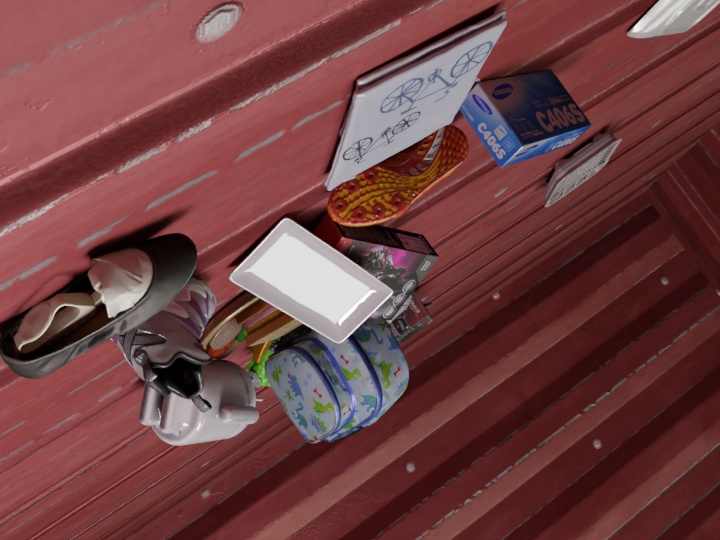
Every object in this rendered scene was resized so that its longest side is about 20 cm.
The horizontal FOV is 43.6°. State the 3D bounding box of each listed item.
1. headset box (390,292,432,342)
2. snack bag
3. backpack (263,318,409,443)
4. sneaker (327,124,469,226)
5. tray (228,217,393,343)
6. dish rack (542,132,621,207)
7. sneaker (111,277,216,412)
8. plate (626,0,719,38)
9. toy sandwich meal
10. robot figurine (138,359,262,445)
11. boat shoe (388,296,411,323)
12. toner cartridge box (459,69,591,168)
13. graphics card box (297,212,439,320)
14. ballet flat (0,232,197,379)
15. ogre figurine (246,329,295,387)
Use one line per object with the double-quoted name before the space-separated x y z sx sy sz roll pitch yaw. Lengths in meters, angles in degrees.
"headset box" 0.084 0.127 2.116 0.198 0.078 0.149 -35 169 2
"snack bag" 0.051 -0.171 0.927 0.186 0.022 0.201 -31 167 -20
"backpack" -0.034 0.153 1.329 0.146 0.185 0.199 -29 174 -43
"sneaker" 0.045 -0.103 1.069 0.197 0.074 0.077 -28 177 -22
"tray" -0.058 0.012 1.099 0.107 0.022 0.199 -44 129 16
"dish rack" 0.459 -0.219 1.901 0.170 0.044 0.200 -34 169 -5
"sneaker" -0.187 0.084 0.945 0.077 0.141 0.199 -38 168 17
"plate" 0.492 -0.401 1.279 0.198 0.033 0.200 -22 162 -50
"toy sandwich meal" -0.134 0.076 1.261 0.203 0.071 0.205 -34 169 -8
"robot figurine" -0.226 0.186 1.284 0.199 0.167 0.116 8 98 -59
"boat shoe" 0.012 0.095 1.470 0.198 0.070 0.071 -31 157 31
"toner cartridge box" 0.208 -0.193 1.119 0.198 0.096 0.043 -23 164 -50
"graphics card box" 0.000 0.000 1.191 0.198 0.051 0.126 9 125 -47
"ballet flat" -0.233 0.030 0.793 0.198 0.069 0.068 -36 160 0
"ogre figurine" -0.129 0.143 1.517 0.121 0.097 0.200 -54 -178 5
